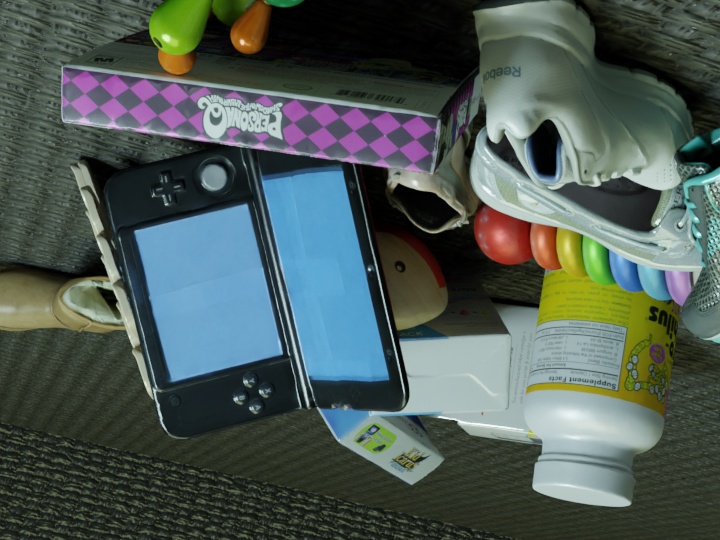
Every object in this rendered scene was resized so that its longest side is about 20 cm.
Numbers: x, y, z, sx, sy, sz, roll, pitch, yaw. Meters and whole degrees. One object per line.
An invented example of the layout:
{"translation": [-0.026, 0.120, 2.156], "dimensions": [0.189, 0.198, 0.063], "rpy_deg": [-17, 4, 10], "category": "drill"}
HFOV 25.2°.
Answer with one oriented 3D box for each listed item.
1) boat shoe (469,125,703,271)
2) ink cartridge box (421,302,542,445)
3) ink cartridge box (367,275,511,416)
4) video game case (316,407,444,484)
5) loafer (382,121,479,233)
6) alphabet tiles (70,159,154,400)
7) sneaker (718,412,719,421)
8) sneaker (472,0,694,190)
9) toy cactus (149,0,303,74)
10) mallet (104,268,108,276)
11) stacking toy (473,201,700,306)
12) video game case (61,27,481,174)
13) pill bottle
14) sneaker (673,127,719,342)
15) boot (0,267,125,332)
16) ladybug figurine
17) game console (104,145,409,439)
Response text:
{"translation": [0.167, -0.051, 1.009], "dimensions": [0.200, 0.075, 0.065], "rpy_deg": [17, 170, 5], "category": "boat shoe"}
{"translation": [0.157, 0.096, 1.467], "dimensions": [0.198, 0.118, 0.067], "rpy_deg": [7, 167, 16], "category": "ink cartridge box"}
{"translation": [0.052, 0.053, 1.348], "dimensions": [0.114, 0.069, 0.200], "rpy_deg": [-2, -163, -6], "category": "ink cartridge box"}
{"translation": [-0.017, 0.086, 1.456], "dimensions": [0.045, 0.201, 0.181], "rpy_deg": [-37, 152, 6], "category": "video game case"}
{"translation": [0.044, -0.056, 1.091], "dimensions": [0.071, 0.063, 0.200], "rpy_deg": [10, 165, 8], "category": "loafer"}
{"translation": [-0.190, 0.014, 1.298], "dimensions": [0.014, 0.201, 0.196], "rpy_deg": [-19, 166, -4], "category": "alphabet tiles"}
{"translation": [0.304, 0.092, 1.150], "dimensions": [0.079, 0.131, 0.199], "rpy_deg": [11, -155, 7], "category": "sneaker"}
{"translation": [0.122, -0.080, 0.904], "dimensions": [0.074, 0.088, 0.199], "rpy_deg": [-5, 160, 41], "category": "sneaker"}
{"translation": [-0.039, -0.161, 0.759], "dimensions": [0.163, 0.103, 0.200], "rpy_deg": [-8, 162, -2], "category": "toy cactus"}
{"translation": [-0.171, 0.007, 1.544], "dimensions": [0.198, 0.042, 0.066], "rpy_deg": [8, 167, 26], "category": "mallet"}
{"translation": [0.169, -0.025, 1.114], "dimensions": [0.199, 0.086, 0.085], "rpy_deg": [10, 167, 31], "category": "stacking toy"}
{"translation": [-0.041, -0.099, 0.886], "dimensions": [0.198, 0.036, 0.181], "rpy_deg": [8, -163, 8], "category": "video game case"}
{"translation": [0.177, 0.067, 1.180], "dimensions": [0.103, 0.202, 0.104], "rpy_deg": [10, 166, 3], "category": "pill bottle"}
{"translation": [0.219, -0.042, 0.933], "dimensions": [0.091, 0.078, 0.201], "rpy_deg": [22, 133, 1], "category": "sneaker"}
{"translation": [-0.302, 0.028, 1.614], "dimensions": [0.173, 0.067, 0.200], "rpy_deg": [2, 177, -16], "category": "boot"}
{"translation": [0.000, 0.000, 1.246], "dimensions": [0.134, 0.073, 0.200], "rpy_deg": [1, -174, -8], "category": "ladybug figurine"}
{"translation": [-0.075, 0.013, 1.117], "dimensions": [0.171, 0.202, 0.119], "rpy_deg": [-14, -173, -8], "category": "game console"}
